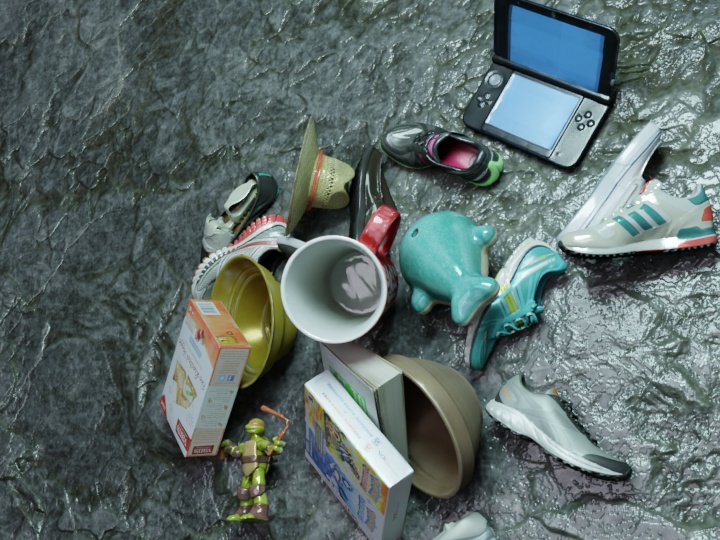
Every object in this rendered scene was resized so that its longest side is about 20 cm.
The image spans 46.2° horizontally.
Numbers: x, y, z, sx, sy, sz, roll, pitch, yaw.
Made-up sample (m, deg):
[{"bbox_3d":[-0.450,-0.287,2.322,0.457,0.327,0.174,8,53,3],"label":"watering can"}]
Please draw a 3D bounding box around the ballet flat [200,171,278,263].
[{"bbox_3d":[-0.216,-0.084,1.399,0.068,0.068,0.200,37,94,31],"label":"ballet flat"}]

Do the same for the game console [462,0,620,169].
[{"bbox_3d":[0.245,-0.266,1.190,0.200,0.118,0.171,30,90,31],"label":"game console"}]

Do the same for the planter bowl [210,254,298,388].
[{"bbox_3d":[-0.152,0.078,1.292,0.200,0.083,0.201,-4,85,53],"label":"planter bowl"}]

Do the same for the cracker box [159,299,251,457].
[{"bbox_3d":[-0.239,0.162,1.283,0.134,0.058,0.201,46,123,48],"label":"cracker box"}]

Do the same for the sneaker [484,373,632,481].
[{"bbox_3d":[0.256,0.201,1.077,0.200,0.074,0.079,31,85,30],"label":"sneaker"}]

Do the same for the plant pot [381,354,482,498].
[{"bbox_3d":[0.097,0.192,1.123,0.092,0.201,0.201,-25,56,-29],"label":"plant pot"}]

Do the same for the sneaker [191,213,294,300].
[{"bbox_3d":[-0.190,-0.004,1.357,0.200,0.078,0.082,-39,63,12],"label":"sneaker"}]

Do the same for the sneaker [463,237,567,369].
[{"bbox_3d":[0.205,0.052,1.147,0.080,0.077,0.200,33,93,19],"label":"sneaker"}]

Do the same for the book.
[{"bbox_3d":[0.005,0.190,1.136,0.048,0.201,0.133,-29,39,-27],"label":"book"}]

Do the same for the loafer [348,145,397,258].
[{"bbox_3d":[0.021,-0.095,1.291,0.071,0.073,0.201,8,71,-11],"label":"loafer"}]

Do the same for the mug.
[{"bbox_3d":[0.003,0.011,1.124,0.177,0.200,0.134,-30,85,10],"label":"mug"}]

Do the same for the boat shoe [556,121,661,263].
[{"bbox_3d":[0.346,-0.100,1.129,0.067,0.074,0.200,37,102,7],"label":"boat shoe"}]

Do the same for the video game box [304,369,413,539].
[{"bbox_3d":[-0.008,0.257,1.130,0.047,0.200,0.182,-31,58,-26],"label":"video game box"}]

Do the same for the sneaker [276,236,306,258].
[{"bbox_3d":[-0.062,0.025,1.275,0.200,0.071,0.099,29,90,18],"label":"sneaker"}]

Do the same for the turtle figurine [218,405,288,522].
[{"bbox_3d":[-0.165,0.292,1.267,0.200,0.064,0.162,-15,65,43],"label":"turtle figurine"}]

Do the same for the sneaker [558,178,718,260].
[{"bbox_3d":[0.349,-0.065,1.075,0.199,0.070,0.094,-5,87,3],"label":"sneaker"}]

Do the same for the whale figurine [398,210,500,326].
[{"bbox_3d":[0.117,-0.008,1.149,0.159,0.104,0.200,-46,27,13],"label":"whale figurine"}]

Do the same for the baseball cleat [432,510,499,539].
[{"bbox_3d":[0.098,0.404,1.098,0.200,0.070,0.107,-43,61,10],"label":"baseball cleat"}]

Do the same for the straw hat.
[{"bbox_3d":[-0.054,-0.135,1.295,0.085,0.201,0.202,13,80,-3],"label":"straw hat"}]

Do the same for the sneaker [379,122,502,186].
[{"bbox_3d":[0.115,-0.185,1.252,0.199,0.084,0.077,17,83,29],"label":"sneaker"}]
